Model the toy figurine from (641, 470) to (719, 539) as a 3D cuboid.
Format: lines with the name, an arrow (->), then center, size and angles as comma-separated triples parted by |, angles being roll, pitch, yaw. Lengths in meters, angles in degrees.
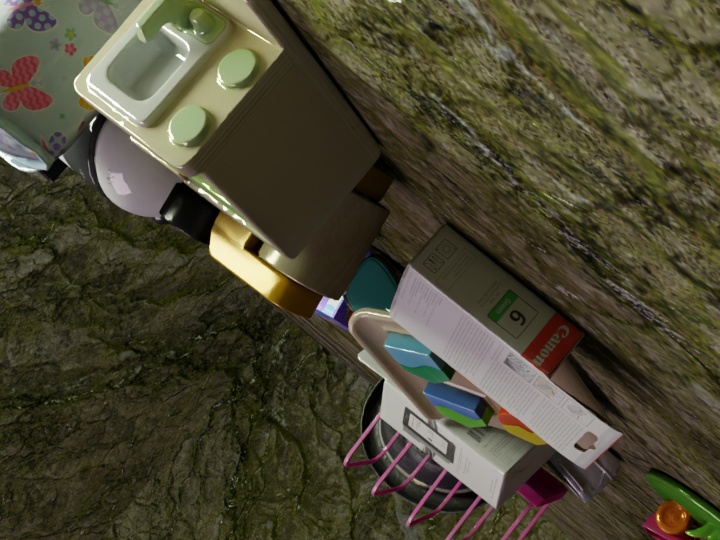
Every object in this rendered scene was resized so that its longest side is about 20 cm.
toy figurine -> 0.305, 0.326, 1.301 | 0.200, 0.184, 0.150 | 36, 173, 29

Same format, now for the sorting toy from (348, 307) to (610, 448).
sorting toy -> 0.106, 0.103, 1.198 | 0.200, 0.036, 0.185 | 5, 148, 37

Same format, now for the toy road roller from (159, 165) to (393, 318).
toy road roller -> -0.044, -0.046, 1.064 | 0.200, 0.123, 0.146 | 35, -173, 40

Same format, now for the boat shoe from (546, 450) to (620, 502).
boat shoe -> 0.183, 0.170, 1.451 | 0.200, 0.069, 0.072 | 40, 174, 0

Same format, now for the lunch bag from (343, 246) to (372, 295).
lunch bag -> -0.083, -0.056, 1.296 | 0.160, 0.076, 0.200 | 5, 146, 49

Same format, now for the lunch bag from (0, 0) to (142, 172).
lunch bag -> -0.243, -0.171, 1.054 | 0.127, 0.170, 0.200 | 41, 167, -23

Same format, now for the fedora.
fedora -> 0.096, 0.191, 1.610 | 0.201, 0.201, 0.092 | 39, 171, 12

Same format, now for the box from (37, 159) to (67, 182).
box -> -0.341, -0.217, 1.367 | 0.200, 0.164, 0.086 | 37, 173, 19

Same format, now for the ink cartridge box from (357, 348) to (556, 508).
ink cartridge box -> 0.102, 0.133, 1.379 | 0.200, 0.116, 0.068 | 37, 145, 25

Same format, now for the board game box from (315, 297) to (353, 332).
board game box -> -0.065, 0.018, 1.603 | 0.200, 0.045, 0.134 | 27, 175, 32

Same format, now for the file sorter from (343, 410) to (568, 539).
file sorter -> 0.100, 0.227, 1.477 | 0.200, 0.125, 0.139 | 39, -172, 18

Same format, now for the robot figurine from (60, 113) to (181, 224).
robot figurine -> -0.207, -0.129, 1.209 | 0.200, 0.125, 0.150 | 36, -176, 42

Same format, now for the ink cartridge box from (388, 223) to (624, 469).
ink cartridge box -> 0.118, 0.060, 1.033 | 0.200, 0.050, 0.109 | 38, 158, 9

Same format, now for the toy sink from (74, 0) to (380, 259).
toy sink -> -0.098, -0.114, 0.892 | 0.130, 0.112, 0.200 | 35, 172, 34

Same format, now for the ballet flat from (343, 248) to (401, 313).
ballet flat -> 0.000, 0.000, 1.418 | 0.200, 0.068, 0.075 | 43, -163, 24
